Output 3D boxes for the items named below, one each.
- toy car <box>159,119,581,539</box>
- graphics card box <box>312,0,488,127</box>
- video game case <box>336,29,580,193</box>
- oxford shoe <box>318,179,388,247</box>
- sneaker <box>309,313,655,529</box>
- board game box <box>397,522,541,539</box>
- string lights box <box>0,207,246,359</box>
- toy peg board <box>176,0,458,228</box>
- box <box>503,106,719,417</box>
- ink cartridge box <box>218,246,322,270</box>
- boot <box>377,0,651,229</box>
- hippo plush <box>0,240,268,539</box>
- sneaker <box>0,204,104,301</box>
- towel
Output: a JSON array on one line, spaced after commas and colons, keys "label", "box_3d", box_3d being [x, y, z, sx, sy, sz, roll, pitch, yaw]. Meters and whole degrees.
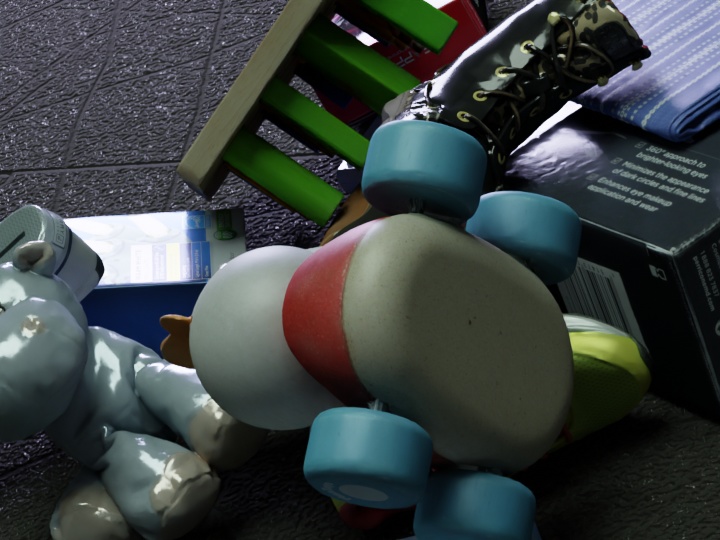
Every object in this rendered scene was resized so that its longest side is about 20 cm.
[{"label": "toy car", "box_3d": [-0.010, 0.040, 1.481, 0.199, 0.177, 0.185, -4, 67, 38]}, {"label": "graphics card box", "box_3d": [0.028, -0.180, 2.059, 0.125, 0.051, 0.200, -28, 20, 13]}, {"label": "video game case", "box_3d": [0.105, -0.116, 1.956, 0.199, 0.022, 0.182, -4, 33, 32]}, {"label": "oxford shoe", "box_3d": [0.000, 0.000, 1.801, 0.071, 0.071, 0.200, -35, 15, 38]}, {"label": "sneaker", "box_3d": [0.069, 0.093, 1.571, 0.199, 0.078, 0.091, -21, 35, 14]}, {"label": "board game box", "box_3d": [-0.006, 0.199, 1.464, 0.199, 0.037, 0.152, -14, 28, 13]}, {"label": "string lights box", "box_3d": [-0.170, 0.013, 1.828, 0.199, 0.059, 0.103, -3, 28, -3]}, {"label": "toy peg board", "box_3d": [-0.022, -0.115, 1.881, 0.200, 0.098, 0.199, -56, 0, -2]}, {"label": "box", "box_3d": [0.207, -0.035, 1.636, 0.200, 0.118, 0.196, -34, 28, -20]}, {"label": "ink cartridge box", "box_3d": [-0.008, 0.004, 1.638, 0.145, 0.048, 0.200, -10, 25, 9]}, {"label": "boot", "box_3d": [0.088, -0.097, 1.609, 0.150, 0.073, 0.200, -36, 11, 8]}, {"label": "hippo plush", "box_3d": [-0.150, 0.053, 1.655, 0.159, 0.161, 0.200, -35, 26, 14]}, {"label": "sneaker", "box_3d": [-0.238, 0.044, 1.742, 0.200, 0.071, 0.073, -36, 42, 19]}, {"label": "towel", "box_3d": [0.184, -0.132, 1.687, 0.144, 0.024, 0.200, -33, 27, -17]}]
